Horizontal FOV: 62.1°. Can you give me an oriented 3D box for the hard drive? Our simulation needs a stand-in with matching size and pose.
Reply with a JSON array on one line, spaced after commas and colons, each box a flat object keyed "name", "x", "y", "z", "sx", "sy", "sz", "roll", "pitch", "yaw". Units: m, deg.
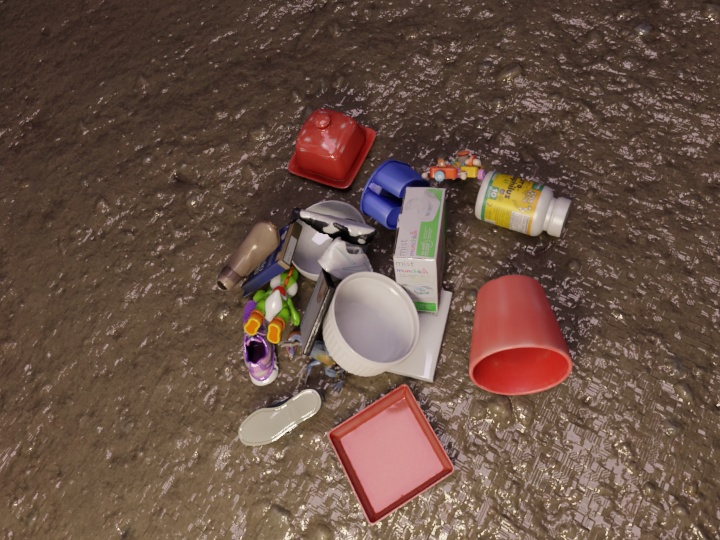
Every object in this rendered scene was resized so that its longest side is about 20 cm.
[{"name": "hard drive", "x": 0.120, "y": 0.132, "z": 1.316, "sx": 0.128, "sy": 0.026, "sz": 0.205, "roll": 10, "pitch": 65, "yaw": 16}]

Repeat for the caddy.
[{"name": "caddy", "x": 0.075, "y": -0.179, "z": 1.393, "sx": 0.104, "sy": 0.198, "sz": 0.144, "roll": 37, "pitch": 109, "yaw": 23}]

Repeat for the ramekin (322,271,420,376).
[{"name": "ramekin", "x": 0.014, "y": 0.117, "z": 1.221, "sx": 0.194, "sy": 0.105, "sz": 0.206, "roll": 13, "pitch": 56, "yaw": -19}]

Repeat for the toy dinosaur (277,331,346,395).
[{"name": "toy dinosaur", "x": -0.087, "y": 0.187, "z": 1.310, "sx": 0.195, "sy": 0.108, "sz": 0.181, "roll": -11, "pitch": 34, "yaw": -29}]

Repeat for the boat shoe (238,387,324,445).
[{"name": "boat shoe", "x": -0.164, "y": 0.307, "z": 1.263, "sx": 0.197, "sy": 0.062, "sz": 0.076, "roll": -33, "pitch": 76, "yaw": 4}]

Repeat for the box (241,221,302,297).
[{"name": "box", "x": -0.216, "y": -0.024, "z": 1.388, "sx": 0.198, "sy": 0.032, "sz": 0.124, "roll": -31, "pitch": 36, "yaw": 41}]

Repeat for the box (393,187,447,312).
[{"name": "box", "x": 0.132, "y": -0.046, "z": 1.299, "sx": 0.093, "sy": 0.179, "sz": 0.204, "roll": 4, "pitch": 51, "yaw": 12}]

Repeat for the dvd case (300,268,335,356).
[{"name": "dvd case", "x": -0.092, "y": 0.080, "z": 1.250, "sx": 0.017, "sy": 0.200, "sz": 0.146, "roll": 20, "pitch": 97, "yaw": -10}]

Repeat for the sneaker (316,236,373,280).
[{"name": "sneaker", "x": 0.000, "y": 0.000, "z": 1.319, "sx": 0.081, "sy": 0.198, "sz": 0.070, "roll": -56, "pitch": 32, "yaw": 3}]

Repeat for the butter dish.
[{"name": "butter dish", "x": -0.085, "y": -0.341, "z": 1.534, "sx": 0.195, "sy": 0.149, "sz": 0.203, "roll": 20, "pitch": 69, "yaw": 20}]

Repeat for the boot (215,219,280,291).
[{"name": "boot", "x": -0.252, "y": -0.022, "z": 1.307, "sx": 0.070, "sy": 0.200, "sz": 0.147, "roll": 41, "pitch": 67, "yaw": -3}]

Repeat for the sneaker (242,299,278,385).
[{"name": "sneaker", "x": -0.233, "y": 0.149, "z": 1.347, "sx": 0.078, "sy": 0.089, "sz": 0.205, "roll": -15, "pitch": 60, "yaw": 5}]

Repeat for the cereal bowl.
[{"name": "cereal bowl", "x": -0.073, "y": -0.059, "z": 1.423, "sx": 0.193, "sy": 0.084, "sz": 0.206, "roll": -5, "pitch": 62, "yaw": 9}]

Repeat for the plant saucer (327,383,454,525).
[{"name": "plant saucer", "x": 0.059, "y": 0.367, "z": 1.201, "sx": 0.196, "sy": 0.037, "sz": 0.202, "roll": -30, "pitch": 60, "yaw": -4}]

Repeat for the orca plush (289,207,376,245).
[{"name": "orca plush", "x": -0.066, "y": -0.082, "z": 1.344, "sx": 0.193, "sy": 0.105, "sz": 0.073, "roll": 11, "pitch": 103, "yaw": -9}]

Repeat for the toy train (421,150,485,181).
[{"name": "toy train", "x": 0.216, "y": -0.249, "z": 1.404, "sx": 0.145, "sy": 0.200, "sz": 0.058, "roll": 2, "pitch": 106, "yaw": 4}]

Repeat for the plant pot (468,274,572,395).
[{"name": "plant pot", "x": 0.309, "y": 0.123, "z": 1.197, "sx": 0.193, "sy": 0.203, "sz": 0.182, "roll": -5, "pitch": 53, "yaw": 9}]

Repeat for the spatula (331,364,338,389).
[{"name": "spatula", "x": -0.035, "y": 0.167, "z": 1.333, "sx": 0.055, "sy": 0.021, "sz": 0.205, "roll": 8, "pitch": 66, "yaw": 14}]

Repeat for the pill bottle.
[{"name": "pill bottle", "x": 0.369, "y": -0.146, "z": 1.357, "sx": 0.195, "sy": 0.114, "sz": 0.115, "roll": 21, "pitch": 68, "yaw": 21}]

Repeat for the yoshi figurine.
[{"name": "yoshi figurine", "x": -0.191, "y": 0.077, "z": 1.354, "sx": 0.109, "sy": 0.114, "sz": 0.203, "roll": -15, "pitch": 34, "yaw": 27}]
